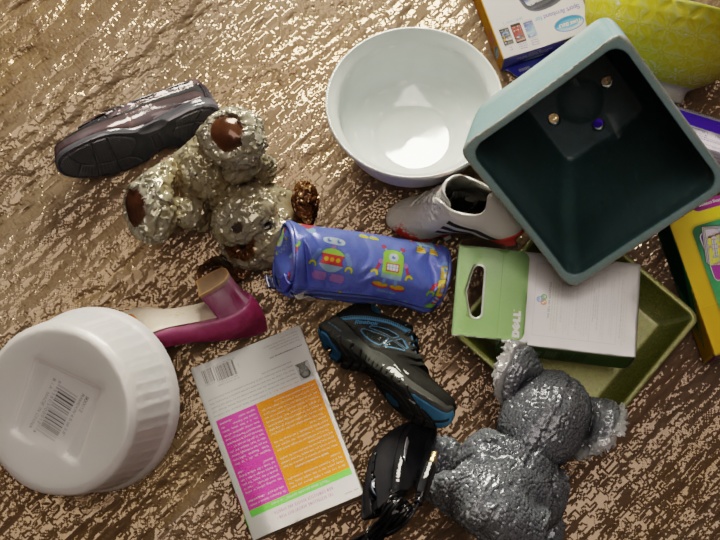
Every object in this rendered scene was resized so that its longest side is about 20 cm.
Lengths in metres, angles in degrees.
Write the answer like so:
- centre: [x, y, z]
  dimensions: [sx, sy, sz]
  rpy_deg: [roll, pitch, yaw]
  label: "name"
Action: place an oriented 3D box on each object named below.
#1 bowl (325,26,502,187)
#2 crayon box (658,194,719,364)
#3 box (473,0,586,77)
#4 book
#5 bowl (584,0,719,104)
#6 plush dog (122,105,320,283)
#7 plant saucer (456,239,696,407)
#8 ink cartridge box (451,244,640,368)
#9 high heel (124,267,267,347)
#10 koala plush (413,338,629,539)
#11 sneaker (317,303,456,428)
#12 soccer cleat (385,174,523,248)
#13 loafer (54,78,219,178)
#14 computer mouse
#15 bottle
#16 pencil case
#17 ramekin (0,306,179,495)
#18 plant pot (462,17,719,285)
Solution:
- centre: [0.060, -0.170, 1.507]
  dimensions: [0.199, 0.091, 0.203]
  rpy_deg: [0, 65, 0]
  label: "bowl"
- centre: [0.457, -0.007, 1.494]
  dimensions: [0.198, 0.058, 0.174]
  rpy_deg: [-15, 77, -4]
  label: "crayon box"
- centre: [0.198, -0.330, 1.584]
  dimensions: [0.118, 0.042, 0.202]
  rpy_deg: [-18, 74, -5]
  label: "box"
- centre: [-0.091, 0.177, 1.450]
  dimensions: [0.133, 0.048, 0.202]
  rpy_deg: [-21, 76, -3]
  label: "book"
- centre: [0.342, -0.251, 1.503]
  dimensions: [0.198, 0.200, 0.109]
  rpy_deg: [14, 100, 3]
  label: "bowl"
- centre: [-0.140, -0.076, 1.484]
  dimensions: [0.199, 0.160, 0.172]
  rpy_deg: [-36, 93, 19]
  label: "plush dog"
- centre: [0.237, 0.065, 1.479]
  dimensions: [0.200, 0.048, 0.200]
  rpy_deg: [41, 79, 10]
  label: "plant saucer"
- centre: [0.198, 0.039, 1.429]
  dimensions: [0.198, 0.059, 0.105]
  rpy_deg: [6, 75, 1]
  label: "ink cartridge box"
- centre: [-0.205, 0.076, 1.480]
  dimensions: [0.199, 0.096, 0.068]
  rpy_deg: [-31, 36, 5]
  label: "high heel"
- centre: [0.172, 0.188, 1.366]
  dimensions: [0.177, 0.184, 0.201]
  rpy_deg: [35, 85, 7]
  label: "koala plush"
- centre: [0.040, 0.092, 1.429]
  dimensions: [0.082, 0.074, 0.200]
  rpy_deg: [-38, 52, -20]
  label: "sneaker"
- centre: [0.098, -0.071, 1.453]
  dimensions: [0.199, 0.085, 0.069]
  rpy_deg: [8, 57, 45]
  label: "soccer cleat"
- centre: [-0.262, -0.166, 1.532]
  dimensions: [0.198, 0.072, 0.063]
  rpy_deg: [-20, 57, -12]
  label: "loafer"
- centre: [0.038, 0.204, 1.361]
  dimensions: [0.046, 0.140, 0.200]
  rpy_deg: [38, 44, -5]
  label: "computer mouse"
- centre: [0.348, -0.157, 1.517]
  dimensions: [0.198, 0.084, 0.066]
  rpy_deg: [18, 82, 3]
  label: "bottle"
- centre: [0.000, 0.000, 1.439]
  dimensions: [0.198, 0.078, 0.088]
  rpy_deg: [8, 67, -18]
  label: "pencil case"
- centre: [-0.300, 0.141, 1.396]
  dimensions: [0.198, 0.098, 0.203]
  rpy_deg: [0, 91, 15]
  label: "ramekin"
- centre: [0.238, -0.146, 1.394]
  dimensions: [0.195, 0.200, 0.197]
  rpy_deg: [-35, 109, 19]
  label: "plant pot"
